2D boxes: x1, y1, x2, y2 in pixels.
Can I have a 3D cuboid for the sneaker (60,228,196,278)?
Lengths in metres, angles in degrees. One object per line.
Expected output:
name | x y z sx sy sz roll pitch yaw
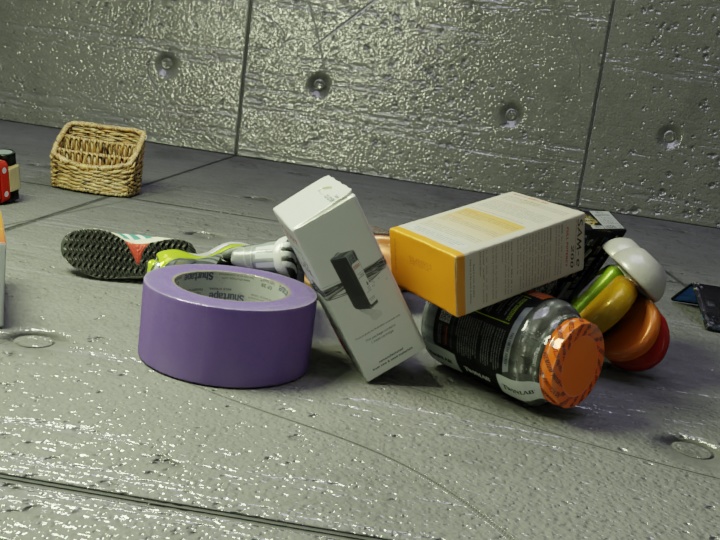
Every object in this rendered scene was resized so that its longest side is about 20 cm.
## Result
sneaker | -0.341 -0.019 1.282 0.195 0.072 0.093 4 -6 -10

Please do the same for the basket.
basket | -0.608 -0.260 1.984 0.195 0.153 0.143 9 12 0

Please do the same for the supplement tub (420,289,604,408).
supplement tub | 0.175 0.079 1.003 0.121 0.125 0.198 -2 16 -40

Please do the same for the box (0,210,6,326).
box | -0.490 -0.010 1.021 0.122 0.100 0.199 2 13 -26

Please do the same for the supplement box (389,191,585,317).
supplement box | 0.147 -0.024 0.993 0.197 0.075 0.125 -17 25 -29

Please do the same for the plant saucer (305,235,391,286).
plant saucer | 0.000 0.000 1.349 0.195 0.038 0.201 -5 26 3

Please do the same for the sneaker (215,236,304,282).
sneaker | -0.135 0.004 1.153 0.113 0.077 0.201 -2 -19 1

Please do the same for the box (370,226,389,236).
box | 0.041 -0.024 1.519 0.099 0.077 0.199 0 16 -36

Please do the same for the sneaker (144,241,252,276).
sneaker | -0.204 0.010 1.226 0.197 0.075 0.080 -12 31 -43

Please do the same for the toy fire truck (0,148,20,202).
toy fire truck | -0.777 -0.188 1.642 0.172 0.131 0.200 12 24 16

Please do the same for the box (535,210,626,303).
box | 0.263 0.004 1.243 0.195 0.202 0.050 -2 42 -37

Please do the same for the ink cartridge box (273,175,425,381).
ink cartridge box | -0.016 0.005 1.005 0.083 0.203 0.144 -27 18 -7

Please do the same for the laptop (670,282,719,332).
laptop | 0.685 0.090 1.579 0.173 0.105 0.202 8 38 2

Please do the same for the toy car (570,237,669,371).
toy car | 0.354 0.064 1.181 0.150 0.175 0.200 42 12 -3

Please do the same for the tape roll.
tape roll | -0.150 0.057 0.976 0.195 0.087 0.200 9 12 -2
